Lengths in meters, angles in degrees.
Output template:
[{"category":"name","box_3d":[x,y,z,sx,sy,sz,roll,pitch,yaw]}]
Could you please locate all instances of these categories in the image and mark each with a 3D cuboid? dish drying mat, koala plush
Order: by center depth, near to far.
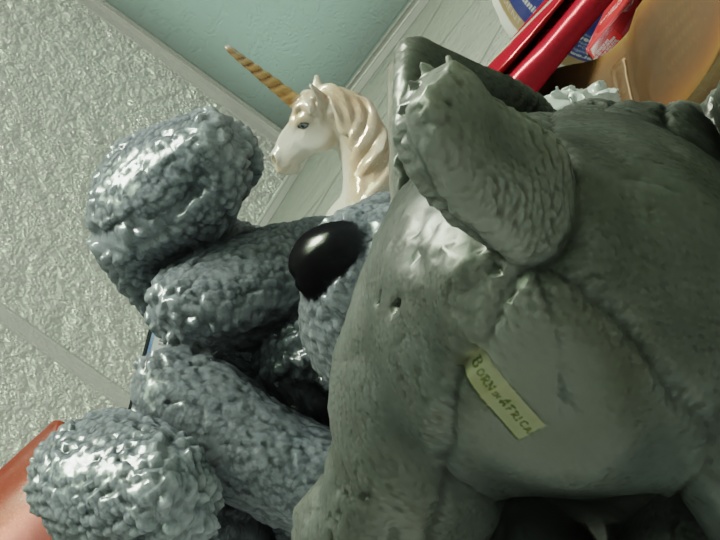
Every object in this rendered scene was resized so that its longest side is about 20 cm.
[{"category":"koala plush","box_3d":[0.017,0.024,0.711,0.199,0.183,0.179,-29,45,42]},{"category":"dish drying mat","box_3d":[0.111,-0.138,0.758,0.200,0.018,0.077,-50,4,8]}]

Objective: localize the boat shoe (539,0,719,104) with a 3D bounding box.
[{"category":"boat shoe","box_3d":[0.112,-0.052,0.740,0.200,0.070,0.071,142,128,-60]}]

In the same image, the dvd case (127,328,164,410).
[{"category":"dvd case","box_3d":[-0.055,0.081,0.946,0.199,0.017,0.144,9,83,54]}]

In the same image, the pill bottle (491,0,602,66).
[{"category":"pill bottle","box_3d":[0.130,-0.176,0.905,0.111,0.110,0.200,-58,-4,-26]}]

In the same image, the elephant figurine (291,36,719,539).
[{"category":"elephant figurine","box_3d":[0.059,-0.002,0.483,0.156,0.141,0.201,-57,7,36]}]

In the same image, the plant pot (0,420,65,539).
[{"category":"plant pot","box_3d":[-0.199,0.211,1.245,0.195,0.201,0.201,-48,4,-15]}]

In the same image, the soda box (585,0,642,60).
[{"category":"soda box","box_3d":[0.169,-0.142,0.777,0.200,0.063,0.070,-49,8,45]}]

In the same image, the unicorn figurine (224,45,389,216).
[{"category":"unicorn figurine","box_3d":[0.000,0.000,0.971,0.073,0.200,0.138,-7,-52,-39]}]
